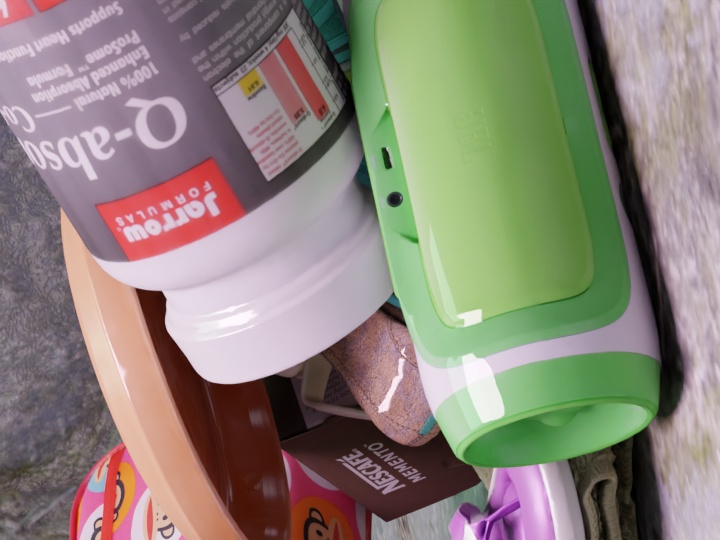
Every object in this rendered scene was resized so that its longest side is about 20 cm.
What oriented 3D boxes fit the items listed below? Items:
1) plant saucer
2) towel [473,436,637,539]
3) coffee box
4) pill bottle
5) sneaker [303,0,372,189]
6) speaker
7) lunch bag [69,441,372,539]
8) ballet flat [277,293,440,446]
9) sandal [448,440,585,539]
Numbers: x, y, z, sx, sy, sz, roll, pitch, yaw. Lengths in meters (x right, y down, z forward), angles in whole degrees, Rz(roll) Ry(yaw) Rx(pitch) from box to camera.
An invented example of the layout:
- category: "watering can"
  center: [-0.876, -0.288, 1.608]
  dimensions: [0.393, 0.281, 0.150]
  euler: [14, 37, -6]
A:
- category: "plant saucer"
  center: [-0.078, 0.032, 1.186]
  dimensions: [0.200, 0.032, 0.200]
  euler: [-20, -90, -81]
- category: "towel"
  center: [0.074, 0.069, 1.171]
  dimensions: [0.200, 0.036, 0.148]
  euler: [-109, 12, -54]
- category: "coffee box"
  center: [0.000, 0.000, 1.349]
  dimensions: [0.114, 0.080, 0.200]
  euler: [40, -149, -53]
- category: "pill bottle"
  center: [-0.068, -0.066, 1.049]
  dimensions: [0.200, 0.116, 0.116]
  euler: [59, -179, -22]
- category: "sneaker"
  center: [0.002, -0.089, 1.147]
  dimensions: [0.080, 0.078, 0.200]
  euler: [4, 117, 39]
- category: "speaker"
  center: [0.049, -0.035, 1.029]
  dimensions: [0.088, 0.088, 0.200]
  euler: [99, 160, -70]
- category: "lunch bag"
  center: [-0.078, 0.166, 1.373]
  dimensions: [0.176, 0.082, 0.200]
  euler: [-28, 48, 36]
- category: "ballet flat"
  center: [-0.018, 0.021, 1.226]
  dimensions: [0.200, 0.068, 0.067]
  euler: [36, 110, 57]
- category: "sandal"
  center: [0.049, 0.124, 1.118]
  dimensions: [0.203, 0.050, 0.082]
  euler: [102, 153, -62]
